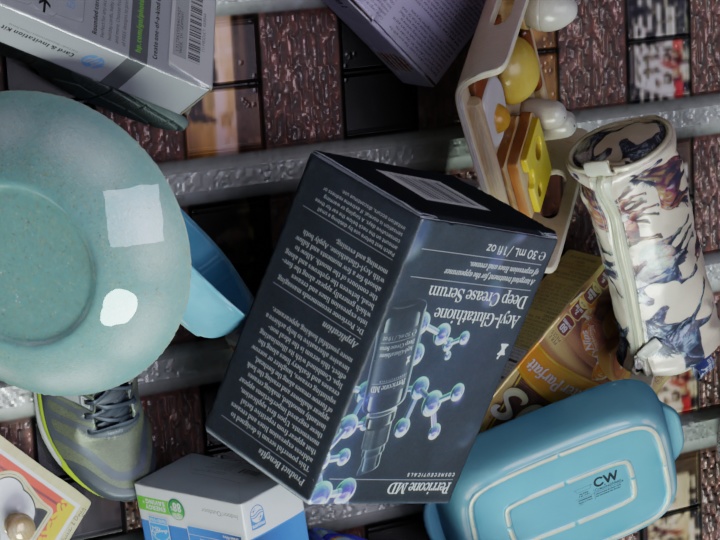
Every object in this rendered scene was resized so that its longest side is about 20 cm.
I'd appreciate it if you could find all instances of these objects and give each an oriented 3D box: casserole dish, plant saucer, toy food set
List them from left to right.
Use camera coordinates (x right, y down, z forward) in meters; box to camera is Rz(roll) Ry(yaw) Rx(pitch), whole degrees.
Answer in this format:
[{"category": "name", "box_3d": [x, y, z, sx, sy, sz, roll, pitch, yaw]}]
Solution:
[{"category": "plant saucer", "box_3d": [-0.203, -0.008, 1.327, 0.039, 0.200, 0.202, -52, 130, -63]}, {"category": "casserole dish", "box_3d": [-0.142, -0.028, 1.399, 0.039, 0.121, 0.200, -40, 118, 6]}, {"category": "toy food set", "box_3d": [0.124, -0.115, 1.501, 0.200, 0.060, 0.144, 70, 29, -44]}, {"category": "casserole dish", "box_3d": [0.144, 0.155, 1.541, 0.199, 0.039, 0.122, -21, 123, -7]}]

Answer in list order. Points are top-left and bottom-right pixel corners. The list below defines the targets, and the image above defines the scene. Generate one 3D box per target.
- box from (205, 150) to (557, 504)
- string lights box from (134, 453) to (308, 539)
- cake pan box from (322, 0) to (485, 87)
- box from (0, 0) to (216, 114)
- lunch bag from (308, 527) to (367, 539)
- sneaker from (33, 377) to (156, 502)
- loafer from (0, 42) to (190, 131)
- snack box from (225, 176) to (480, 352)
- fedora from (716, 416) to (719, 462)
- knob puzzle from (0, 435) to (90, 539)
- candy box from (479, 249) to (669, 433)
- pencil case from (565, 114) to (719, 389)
[{"category": "box", "box_3d": [0.014, 0.040, 1.401, 0.148, 0.107, 0.201, 6, 111, -50]}, {"category": "string lights box", "box_3d": [-0.079, 0.230, 1.436, 0.059, 0.102, 0.201, -24, 111, -45]}, {"category": "cake pan box", "box_3d": [0.031, -0.259, 1.498, 0.200, 0.052, 0.185, 42, 74, -29]}, {"category": "box", "box_3d": [-0.181, -0.201, 1.344, 0.199, 0.041, 0.157, 21, 54, -32]}, {"category": "lunch bag", "box_3d": [0.044, 0.257, 1.521, 0.199, 0.161, 0.083, 26, 95, -33]}, {"category": "sneaker", "box_3d": [-0.175, 0.062, 1.408, 0.074, 0.081, 0.201, -25, 110, -24]}, {"category": "loafer", "box_3d": [-0.186, -0.152, 1.378, 0.199, 0.072, 0.063, 25, 79, -29]}, {"category": "snack box", "box_3d": [0.000, 0.000, 1.506, 0.200, 0.072, 0.024, -39, 116, -20]}, {"category": "fedora", "box_3d": [0.364, 0.130, 1.730, 0.199, 0.090, 0.178, -18, 105, -20]}, {"category": "knob puzzle", "box_3d": [-0.290, 0.176, 1.388, 0.219, 0.030, 0.221, -5, 100, -29]}, {"category": "candy box", "box_3d": [0.139, 0.097, 1.612, 0.200, 0.055, 0.116, -49, 119, -16]}, {"category": "pencil case", "box_3d": [0.201, -0.015, 1.532, 0.090, 0.077, 0.201, -60, 140, -46]}]
